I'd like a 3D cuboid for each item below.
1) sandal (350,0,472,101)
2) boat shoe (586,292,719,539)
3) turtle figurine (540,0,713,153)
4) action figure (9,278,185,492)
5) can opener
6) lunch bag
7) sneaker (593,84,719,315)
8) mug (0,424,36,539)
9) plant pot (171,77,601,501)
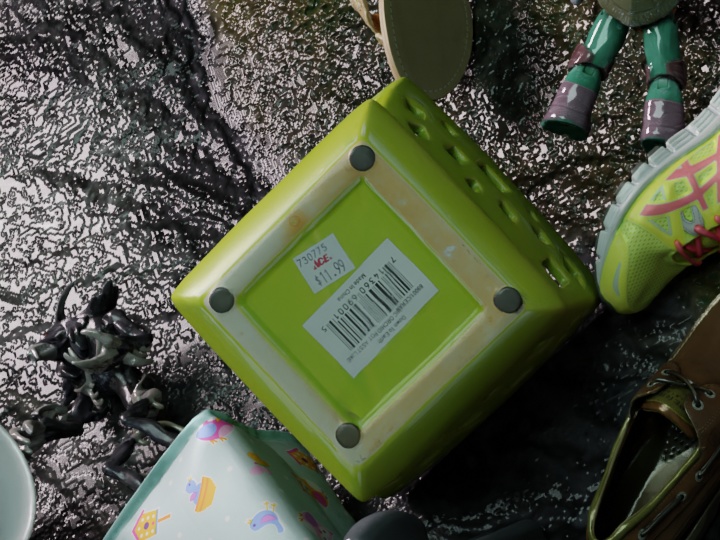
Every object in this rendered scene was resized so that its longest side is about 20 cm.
[{"bbox_3d":[0.025,-0.200,1.732,0.070,0.077,0.213,-29,57,48],"label":"sandal"},{"bbox_3d":[0.198,0.089,1.482,0.072,0.068,0.201,17,78,38],"label":"boat shoe"},{"bbox_3d":[0.184,-0.179,1.600,0.149,0.101,0.201,9,80,35],"label":"turtle figurine"},{"bbox_3d":[-0.178,0.086,1.698,0.200,0.102,0.119,46,123,34],"label":"action figure"},{"bbox_3d":[0.056,0.166,1.458,0.052,0.200,0.067,-19,81,24],"label":"can opener"},{"bbox_3d":[-0.090,0.218,1.577,0.200,0.122,0.171,-48,52,14],"label":"lunch bag"},{"bbox_3d":[0.224,-0.044,1.524,0.200,0.078,0.090,-50,59,6],"label":"sneaker"},{"bbox_3d":[-0.298,0.204,1.695,0.200,0.148,0.175,47,141,7],"label":"mug"},{"bbox_3d":[0.013,0.015,1.514,0.200,0.181,0.199,-44,87,8],"label":"plant pot"}]
